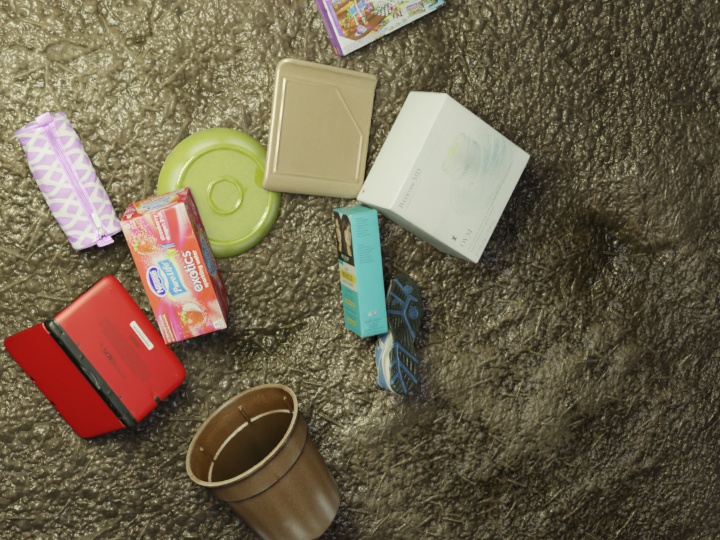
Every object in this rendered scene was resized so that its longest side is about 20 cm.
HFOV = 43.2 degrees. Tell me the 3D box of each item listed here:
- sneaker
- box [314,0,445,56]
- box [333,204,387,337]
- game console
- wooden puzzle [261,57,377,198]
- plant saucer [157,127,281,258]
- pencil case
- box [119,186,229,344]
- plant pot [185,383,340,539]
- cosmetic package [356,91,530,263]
[{"bbox_3d":[0.055,0.105,1.532,0.075,0.077,0.203,13,76,-27],"label":"sneaker"},{"bbox_3d":[0.025,-0.443,1.432,0.198,0.039,0.138,-29,110,-15],"label":"box"},{"bbox_3d":[0.000,0.000,1.481,0.048,0.082,0.203,-10,103,-20],"label":"box"},{"bbox_3d":[-0.388,0.130,1.342,0.172,0.118,0.201,-43,114,-23],"label":"game console"},{"bbox_3d":[-0.065,-0.219,1.429,0.183,0.037,0.203,2,103,-35],"label":"wooden puzzle"},{"bbox_3d":[-0.211,-0.116,1.399,0.197,0.031,0.203,-5,102,-23],"label":"plant saucer"},{"bbox_3d":[-0.410,-0.123,1.284,0.083,0.085,0.202,-29,109,-14],"label":"pencil case"},{"bbox_3d":[-0.269,-0.007,1.340,0.098,0.096,0.203,-15,111,1],"label":"box"},{"bbox_3d":[-0.139,0.322,1.431,0.199,0.200,0.200,-37,118,-12],"label":"plant pot"},{"bbox_3d":[0.135,-0.152,1.479,0.199,0.123,0.201,28,87,-28],"label":"cosmetic package"}]
